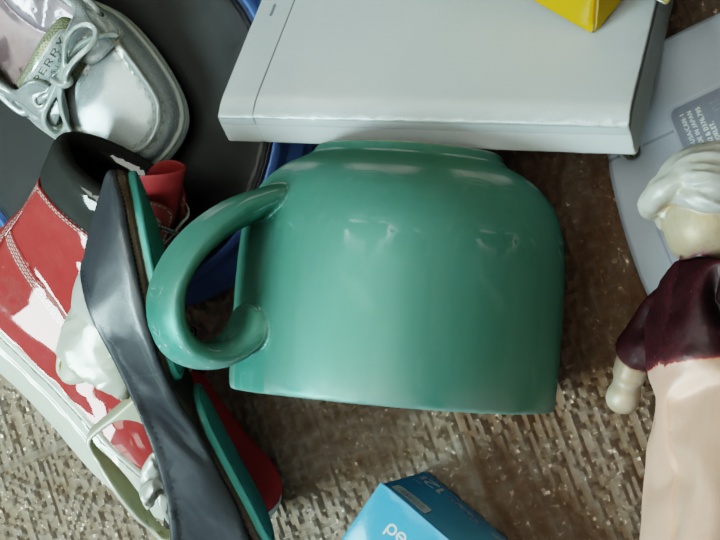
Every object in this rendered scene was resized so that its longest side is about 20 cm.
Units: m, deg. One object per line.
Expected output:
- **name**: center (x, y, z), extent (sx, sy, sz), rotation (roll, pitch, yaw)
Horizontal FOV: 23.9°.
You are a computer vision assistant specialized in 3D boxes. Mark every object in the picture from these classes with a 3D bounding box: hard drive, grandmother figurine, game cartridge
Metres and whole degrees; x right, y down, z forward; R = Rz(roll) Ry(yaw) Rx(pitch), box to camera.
- **hard drive**: center (0.043, -0.114, 0.802), extent (0.198, 0.027, 0.133), rotation (4, 55, 22)
- **grandmother figurine**: center (0.144, 0.042, 0.729), extent (0.121, 0.060, 0.202), rotation (-11, 70, 56)
- **game cartridge**: center (0.191, -0.020, 0.773), extent (0.132, 0.041, 0.202), rotation (-25, 80, 24)

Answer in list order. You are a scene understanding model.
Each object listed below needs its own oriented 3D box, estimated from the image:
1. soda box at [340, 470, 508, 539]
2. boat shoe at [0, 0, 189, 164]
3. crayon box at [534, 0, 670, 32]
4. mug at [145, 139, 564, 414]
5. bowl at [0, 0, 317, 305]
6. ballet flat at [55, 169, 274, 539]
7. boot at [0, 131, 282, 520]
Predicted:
- **soda box**: center (0.076, 0.185, 0.802), extent (0.200, 0.064, 0.068), rotation (39, 103, 19)
- **boat shoe**: center (-0.173, -0.123, 0.858), extent (0.202, 0.065, 0.074), rotation (45, 105, 7)
- **crayon box**: center (0.087, -0.195, 0.777), extent (0.199, 0.051, 0.127), rotation (34, 69, 20)
- **mug**: center (0.011, 0.001, 0.765), extent (0.151, 0.185, 0.116), rotation (4, 87, 26)
- **bowl**: center (-0.119, -0.080, 0.898), extent (0.199, 0.039, 0.203), rotation (0, 89, 22)
- **ballet flat**: center (-0.101, 0.055, 0.785), extent (0.072, 0.073, 0.202), rotation (-12, 109, 21)
- **boot**: center (-0.095, 0.030, 0.839), extent (0.200, 0.072, 0.144), rotation (41, 119, 0)
